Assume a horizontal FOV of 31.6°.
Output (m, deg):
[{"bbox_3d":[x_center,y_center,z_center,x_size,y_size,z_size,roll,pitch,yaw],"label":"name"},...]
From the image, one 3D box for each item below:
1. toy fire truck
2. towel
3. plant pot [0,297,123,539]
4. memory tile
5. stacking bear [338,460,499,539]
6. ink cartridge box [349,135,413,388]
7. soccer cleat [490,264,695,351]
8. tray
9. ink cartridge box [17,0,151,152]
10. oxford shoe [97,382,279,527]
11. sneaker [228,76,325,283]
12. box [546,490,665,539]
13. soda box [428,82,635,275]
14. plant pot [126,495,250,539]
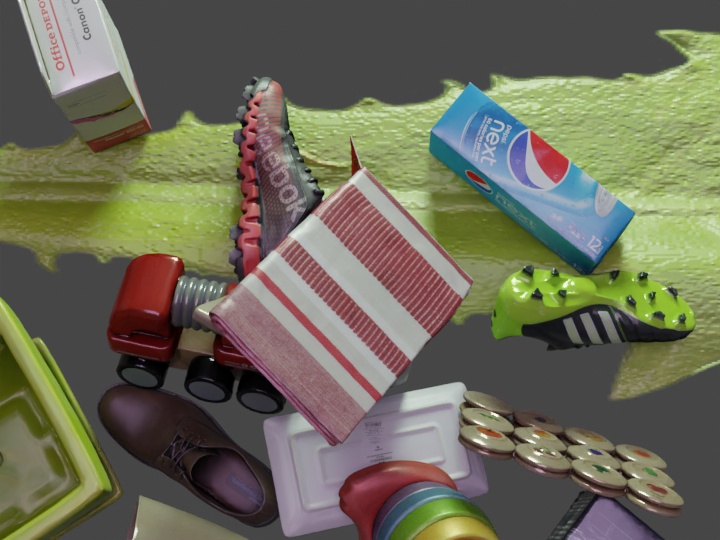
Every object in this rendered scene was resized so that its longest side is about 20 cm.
[{"bbox_3d":[-0.137,0.041,1.103,0.174,0.201,0.130,12,57,4],"label":"toy fire truck"},{"bbox_3d":[-0.010,0.025,1.025,0.144,0.023,0.200,46,58,-3],"label":"towel"},{"bbox_3d":[-0.331,0.164,1.108,0.198,0.182,0.201,-31,79,-5],"label":"plant pot"},{"bbox_3d":[0.181,0.157,1.115,0.198,0.153,0.017,18,100,4],"label":"memory tile"},{"bbox_3d":[0.071,0.252,1.058,0.112,0.200,0.123,-18,114,-14],"label":"stacking bear"},{"bbox_3d":[0.000,0.000,1.145,0.047,0.160,0.202,-15,78,-3],"label":"ink cartridge box"},{"bbox_3d":[0.215,0.041,1.183,0.197,0.081,0.068,7,48,-17],"label":"soccer cleat"},{"bbox_3d":[0.017,0.169,1.157,0.197,0.022,0.109,-9,77,-15],"label":"tray"},{"bbox_3d":[-0.256,-0.200,1.172,0.067,0.200,0.118,-20,78,-3],"label":"ink cartridge box"},{"bbox_3d":[-0.156,0.160,1.155,0.198,0.084,0.073,29,82,9],"label":"oxford shoe"},{"bbox_3d":[-0.074,-0.085,1.210,0.097,0.071,0.203,0,80,2],"label":"sneaker"},{"bbox_3d":[0.218,0.328,1.092,0.199,0.124,0.197,38,83,8],"label":"box"},{"bbox_3d":[0.160,-0.085,1.206,0.199,0.068,0.064,39,82,9],"label":"soda box"},{"bbox_3d":[-0.114,0.308,1.087,0.198,0.187,0.190,14,78,-9],"label":"plant pot"}]
